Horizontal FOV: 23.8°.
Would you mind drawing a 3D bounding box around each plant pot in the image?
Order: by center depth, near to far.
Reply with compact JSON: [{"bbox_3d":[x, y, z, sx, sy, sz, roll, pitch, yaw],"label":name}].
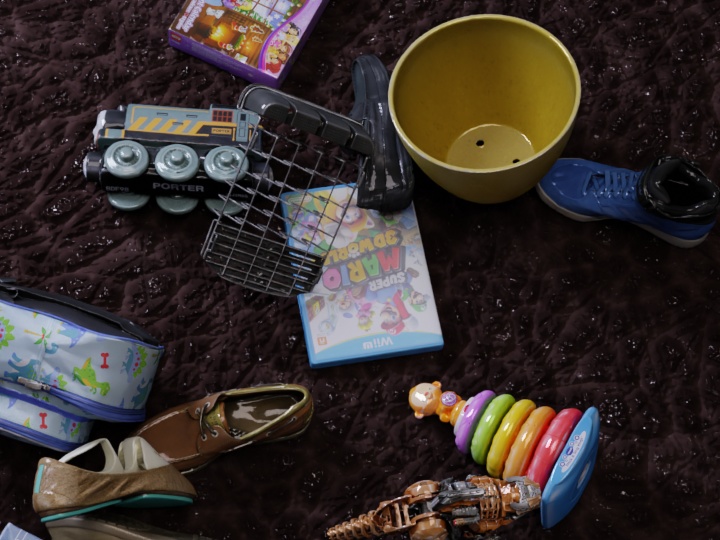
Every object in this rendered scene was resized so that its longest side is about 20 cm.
[{"bbox_3d":[0.135,-0.150,1.822,0.199,0.142,0.201,-3,59,6],"label":"plant pot"}]

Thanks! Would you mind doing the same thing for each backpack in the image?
[{"bbox_3d":[-0.301,0.097,1.672,0.199,0.183,0.147,15,89,3],"label":"backpack"}]

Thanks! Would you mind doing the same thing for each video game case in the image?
[{"bbox_3d":[0.000,0.000,1.822,0.143,0.018,0.201,-8,68,-9],"label":"video game case"}]

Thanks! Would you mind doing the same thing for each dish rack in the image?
[{"bbox_3d":[-0.080,-0.076,1.762,0.153,0.055,0.200,18,98,-29],"label":"dish rack"}]

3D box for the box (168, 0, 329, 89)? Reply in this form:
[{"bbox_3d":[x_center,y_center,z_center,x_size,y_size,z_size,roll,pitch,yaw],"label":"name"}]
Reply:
[{"bbox_3d":[-0.112,-0.313,1.937,0.137,0.039,0.200,25,67,5],"label":"box"}]

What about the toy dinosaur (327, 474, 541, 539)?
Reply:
[{"bbox_3d":[0.074,0.233,1.658,0.199,0.136,0.102,10,70,10],"label":"toy dinosaur"}]

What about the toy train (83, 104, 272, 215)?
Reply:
[{"bbox_3d":[-0.192,-0.124,1.822,0.199,0.085,0.114,3,55,-2],"label":"toy train"}]

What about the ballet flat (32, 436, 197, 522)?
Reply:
[{"bbox_3d":[-0.235,0.197,1.636,0.200,0.068,0.073,2,75,-49],"label":"ballet flat"}]

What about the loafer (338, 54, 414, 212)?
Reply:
[{"bbox_3d":[0.009,-0.152,1.854,0.070,0.068,0.201,-5,59,-10],"label":"loafer"}]

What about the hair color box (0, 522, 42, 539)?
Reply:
[{"bbox_3d":[-0.257,0.320,1.617,0.200,0.100,0.061,25,67,6],"label":"hair color box"}]

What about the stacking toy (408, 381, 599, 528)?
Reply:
[{"bbox_3d":[0.138,0.162,1.730,0.200,0.110,0.116,25,69,18],"label":"stacking toy"}]

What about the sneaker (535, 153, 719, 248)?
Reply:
[{"bbox_3d":[0.291,-0.092,1.837,0.199,0.111,0.077,20,67,4],"label":"sneaker"}]

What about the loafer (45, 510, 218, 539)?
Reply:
[{"bbox_3d":[-0.214,0.280,1.650,0.199,0.076,0.068,13,88,10],"label":"loafer"}]

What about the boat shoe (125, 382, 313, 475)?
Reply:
[{"bbox_3d":[-0.145,0.152,1.717,0.199,0.068,0.072,-18,71,-11],"label":"boat shoe"}]
